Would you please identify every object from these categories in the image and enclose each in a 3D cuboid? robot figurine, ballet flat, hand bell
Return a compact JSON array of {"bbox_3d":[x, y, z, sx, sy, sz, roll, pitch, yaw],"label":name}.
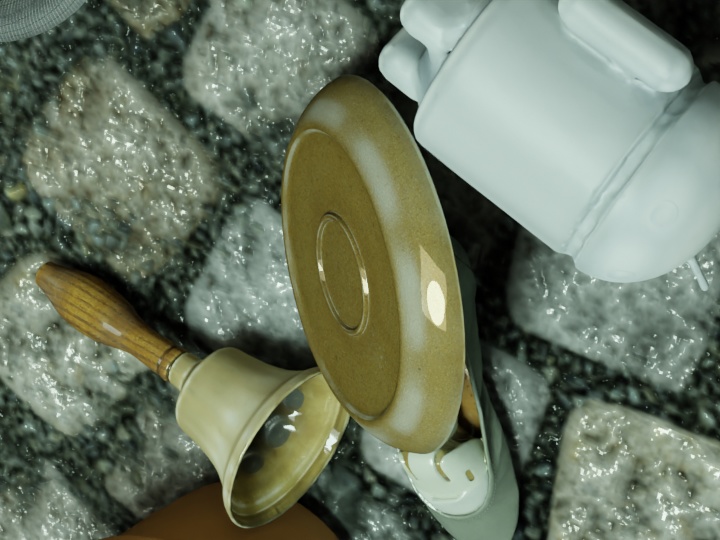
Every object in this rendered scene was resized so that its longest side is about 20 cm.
[{"bbox_3d":[0.106,-0.073,1.248,0.200,0.113,0.170,39,150,7],"label":"robot figurine"},{"bbox_3d":[0.039,0.076,1.391,0.067,0.064,0.201,1,115,29],"label":"ballet flat"},{"bbox_3d":[-0.111,0.050,1.466,0.200,0.104,0.105,34,127,26],"label":"hand bell"}]

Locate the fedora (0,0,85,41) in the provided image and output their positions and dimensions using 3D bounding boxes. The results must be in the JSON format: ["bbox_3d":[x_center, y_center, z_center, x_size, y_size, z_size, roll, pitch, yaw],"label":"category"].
[{"bbox_3d":[-0.188,-0.218,1.354,0.199,0.090,0.178,-22,101,42],"label":"fedora"}]

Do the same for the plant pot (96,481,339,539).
[{"bbox_3d":[-0.085,0.216,1.476,0.199,0.140,0.201,16,127,22],"label":"plant pot"}]

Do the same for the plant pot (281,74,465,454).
[{"bbox_3d":[0.000,0.000,1.322,0.200,0.027,0.201,167,90,-69],"label":"plant pot"}]
